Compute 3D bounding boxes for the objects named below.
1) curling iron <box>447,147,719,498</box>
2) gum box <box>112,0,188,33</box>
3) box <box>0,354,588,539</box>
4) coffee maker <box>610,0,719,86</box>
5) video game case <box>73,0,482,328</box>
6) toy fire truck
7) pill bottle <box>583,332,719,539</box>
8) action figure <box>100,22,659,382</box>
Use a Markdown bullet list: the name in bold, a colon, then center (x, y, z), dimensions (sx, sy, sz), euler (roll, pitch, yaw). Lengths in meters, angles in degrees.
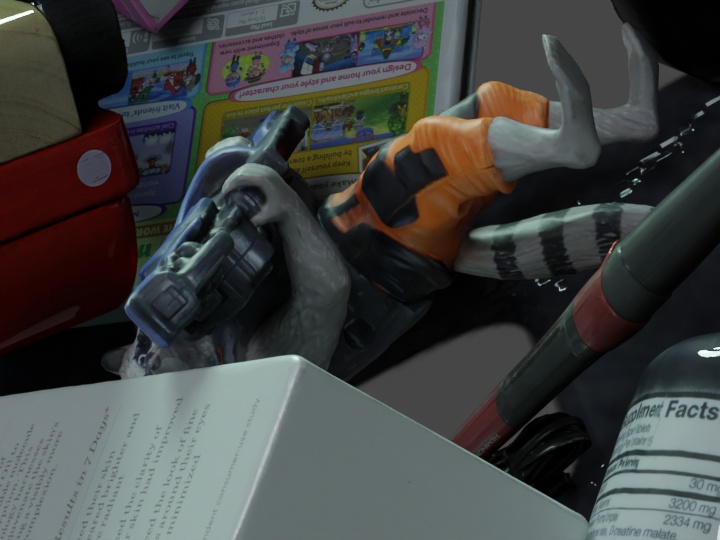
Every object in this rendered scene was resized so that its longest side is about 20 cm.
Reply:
- **curling iron**: center (0.082, 0.007, 0.724), dimensions (0.026, 0.049, 0.200), euler (56, 127, 31)
- **gum box**: center (-0.061, -0.190, 0.930), dimensions (0.200, 0.066, 0.113), euler (-46, 46, -11)
- **box**: center (-0.053, 0.120, 0.697), dimensions (0.200, 0.106, 0.153), euler (-10, 55, 57)
- **coffee maker**: center (0.104, -0.159, 0.757), dimensions (0.135, 0.200, 0.192), euler (-48, 51, -3)
- **video game case**: center (-0.049, -0.069, 0.906), dimensions (0.199, 0.022, 0.183), euler (-7, 60, 25)
- **toy fire truck**: center (-0.145, 0.004, 0.823), dimensions (0.128, 0.201, 0.176), euler (-22, 20, -23)
- **pill bottle**: center (0.111, 0.090, 0.671), dimensions (0.106, 0.106, 0.201), euler (10, 68, 33)
- **action figure**: center (0.000, 0.000, 0.752), dimensions (0.193, 0.105, 0.200), euler (-32, 10, 20)
